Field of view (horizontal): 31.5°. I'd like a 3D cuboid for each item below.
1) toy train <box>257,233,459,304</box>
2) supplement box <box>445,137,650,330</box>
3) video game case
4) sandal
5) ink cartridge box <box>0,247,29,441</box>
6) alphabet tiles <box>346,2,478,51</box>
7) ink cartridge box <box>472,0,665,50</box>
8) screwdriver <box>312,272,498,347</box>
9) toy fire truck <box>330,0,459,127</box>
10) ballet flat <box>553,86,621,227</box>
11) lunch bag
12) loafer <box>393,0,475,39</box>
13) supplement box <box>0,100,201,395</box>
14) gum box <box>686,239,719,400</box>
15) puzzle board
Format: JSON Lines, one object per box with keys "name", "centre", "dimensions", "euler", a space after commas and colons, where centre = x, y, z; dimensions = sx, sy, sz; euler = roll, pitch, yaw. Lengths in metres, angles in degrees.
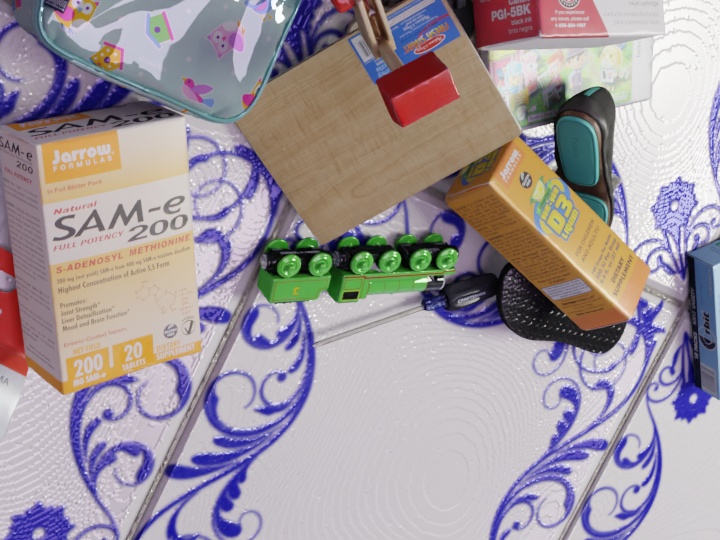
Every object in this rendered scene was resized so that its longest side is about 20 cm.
{"name": "toy train", "centre": [0.000, 0.000, 1.143], "dimensions": [0.199, 0.042, 0.057], "euler": [-2, 121, -29]}
{"name": "supplement box", "centre": [0.173, -0.032, 1.167], "dimensions": [0.200, 0.069, 0.067], "euler": [40, 60, -20]}
{"name": "video game case", "centre": [0.188, -0.226, 1.151], "dimensions": [0.199, 0.022, 0.183], "euler": [-16, 116, -28]}
{"name": "sandal", "centre": [0.191, 0.036, 1.266], "dimensions": [0.200, 0.045, 0.075], "euler": [23, 102, -44]}
{"name": "ink cartridge box", "centre": [-0.329, 0.070, 0.982], "dimensions": [0.162, 0.050, 0.200], "euler": [35, 94, -35]}
{"name": "alphabet tiles", "centre": [0.087, -0.204, 1.120], "dimensions": [0.195, 0.015, 0.200], "euler": [-31, 122, -15]}
{"name": "ink cartridge box", "centre": [0.166, -0.286, 1.044], "dimensions": [0.146, 0.083, 0.201], "euler": [-8, 96, -34]}
{"name": "screwdriver", "centre": [0.045, 0.037, 1.187], "dimensions": [0.199, 0.028, 0.029], "euler": [-15, 146, -27]}
{"name": "toy fire truck", "centre": [0.003, -0.201, 0.959], "dimensions": [0.049, 0.200, 0.141], "euler": [-28, 119, 0]}
{"name": "ballet flat", "centre": [0.214, -0.089, 1.197], "dimensions": [0.068, 0.068, 0.200], "euler": [-54, 156, -35]}
{"name": "lunch bag", "centre": [-0.146, -0.211, 0.948], "dimensions": [0.200, 0.077, 0.161], "euler": [23, 98, -34]}
{"name": "loafer", "centre": [0.050, -0.257, 1.014], "dimensions": [0.200, 0.063, 0.072], "euler": [53, 49, -37]}
{"name": "supplement box", "centre": [-0.198, -0.020, 0.988], "dimensions": [0.126, 0.073, 0.201], "euler": [-17, 116, -33]}
{"name": "gum box", "centre": [0.454, 0.027, 1.404], "dimensions": [0.200, 0.045, 0.170], "euler": [-22, 119, -21]}
{"name": "puzzle board", "centre": [0.012, -0.126, 1.060], "dimensions": [0.200, 0.017, 0.151], "euler": [-29, 116, 12]}
